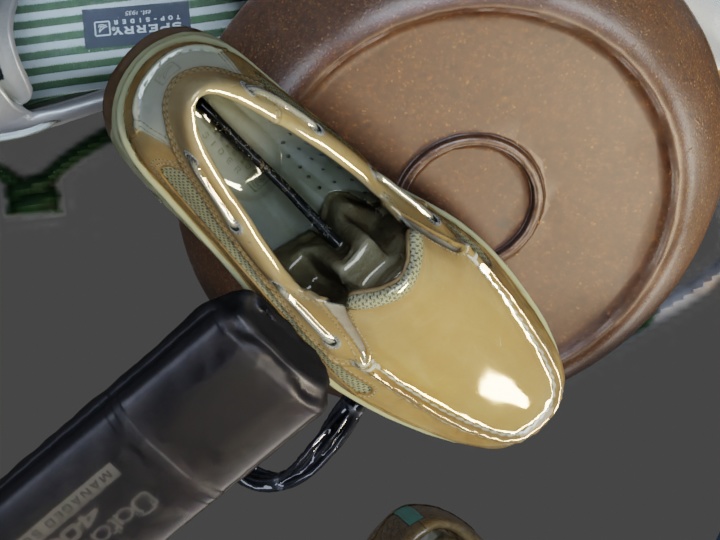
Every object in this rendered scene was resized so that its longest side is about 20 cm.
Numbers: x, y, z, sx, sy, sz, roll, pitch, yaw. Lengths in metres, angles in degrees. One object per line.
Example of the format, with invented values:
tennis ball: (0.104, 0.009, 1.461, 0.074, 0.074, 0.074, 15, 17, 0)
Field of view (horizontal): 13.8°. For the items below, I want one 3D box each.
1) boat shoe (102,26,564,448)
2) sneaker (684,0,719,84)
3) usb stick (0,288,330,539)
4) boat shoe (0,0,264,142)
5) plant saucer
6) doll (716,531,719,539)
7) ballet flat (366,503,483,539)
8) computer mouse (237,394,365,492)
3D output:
boat shoe: (0.000, 0.000, 0.983, 0.200, 0.076, 0.072, 37, 86, -26)
sneaker: (0.059, -0.097, 1.065, 0.200, 0.073, 0.085, 13, 88, -12)
usb stick: (-0.094, 0.081, 1.004, 0.200, 0.033, 0.055, -40, 111, 19)
boat shoe: (-0.128, -0.082, 1.036, 0.200, 0.067, 0.074, -15, 95, -9)
plant saucer: (0.036, -0.030, 1.045, 0.200, 0.035, 0.201, -5, 118, -9)
doll: (0.170, 0.113, 1.050, 0.200, 0.048, 0.137, -11, 94, -31)
ballet flat: (0.063, 0.169, 1.055, 0.068, 0.072, 0.200, -26, 80, -12)
computer mouse: (-0.080, 0.076, 1.056, 0.200, 0.034, 0.059, -30, 105, 5)
